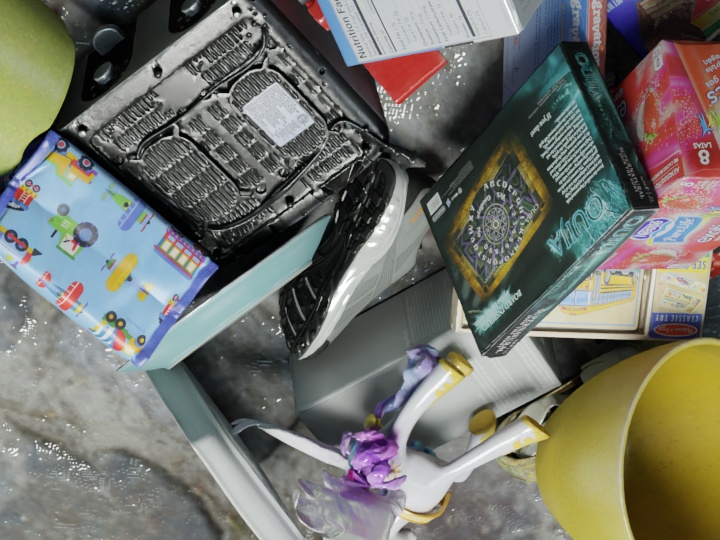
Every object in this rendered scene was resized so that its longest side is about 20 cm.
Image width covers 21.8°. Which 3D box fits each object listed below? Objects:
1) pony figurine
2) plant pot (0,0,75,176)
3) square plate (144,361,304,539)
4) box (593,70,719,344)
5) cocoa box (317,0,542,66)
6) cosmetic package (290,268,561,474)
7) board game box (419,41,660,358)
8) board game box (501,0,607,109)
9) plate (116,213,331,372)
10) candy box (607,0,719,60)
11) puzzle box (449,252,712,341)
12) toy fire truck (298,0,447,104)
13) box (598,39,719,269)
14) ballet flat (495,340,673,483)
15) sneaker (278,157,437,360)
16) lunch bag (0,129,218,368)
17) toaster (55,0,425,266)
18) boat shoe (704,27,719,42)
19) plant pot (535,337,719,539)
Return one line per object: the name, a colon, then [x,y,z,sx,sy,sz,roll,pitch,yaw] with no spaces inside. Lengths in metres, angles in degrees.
pony figurine: [0.019,0.153,1.446,0.193,0.167,0.200,35,101,-33]
plant pot: [-0.300,-0.155,1.250,0.200,0.201,0.184,-39,134,21]
square plate: [-0.108,0.145,1.491,0.028,0.198,0.201,-36,126,-4]
box: [0.193,-0.045,1.476,0.136,0.040,0.200,-32,124,15]
cocoa box: [0.055,-0.241,1.178,0.130,0.200,0.134,-7,123,33]
cosmetic package: [0.051,0.080,1.525,0.199,0.091,0.107,-25,125,15]
board game box: [0.120,-0.046,1.305,0.028,0.136,0.200,-4,152,-34]
board game box: [0.136,-0.124,1.326,0.019,0.103,0.202,-7,107,-28]
plate: [-0.096,0.025,1.403,0.200,0.200,0.026,-37,91,19]
candy box: [0.277,-0.198,1.347,0.169,0.077,0.200,-36,125,19]
puzzle box: [0.171,-0.014,1.427,0.198,0.025,0.134,2,107,-8]
toy fire truck: [-0.026,-0.210,1.282,0.049,0.141,0.200,-39,83,8]
box: [0.219,-0.076,1.297,0.095,0.101,0.200,-1,163,-15]
ballet flat: [0.191,0.111,1.574,0.200,0.071,0.071,-38,123,24]
sneaker: [0.000,0.000,1.466,0.079,0.074,0.201,9,131,-35]
lunch bag: [-0.208,-0.018,1.362,0.150,0.200,0.094,40,80,-15]
toaster: [-0.088,-0.116,1.334,0.180,0.119,0.200,-34,123,19]
boat shoe: [0.333,-0.158,1.300,0.198,0.057,0.067,-14,130,4]
plant pot: [0.221,0.153,1.470,0.200,0.201,0.141,40,155,-31]
